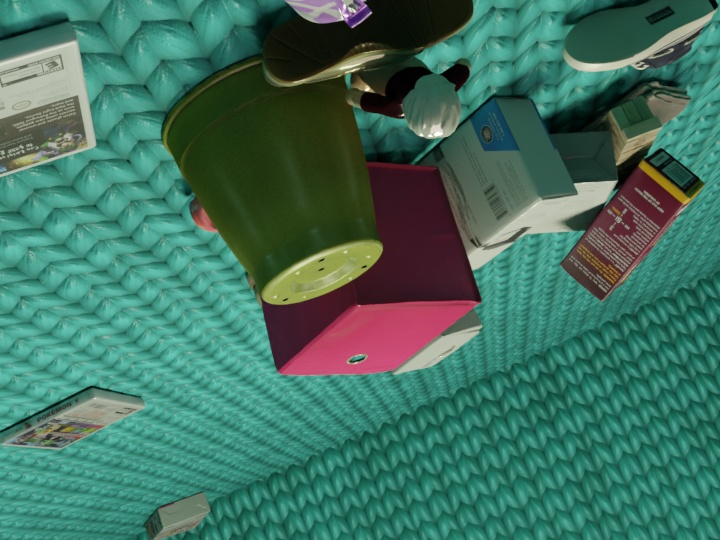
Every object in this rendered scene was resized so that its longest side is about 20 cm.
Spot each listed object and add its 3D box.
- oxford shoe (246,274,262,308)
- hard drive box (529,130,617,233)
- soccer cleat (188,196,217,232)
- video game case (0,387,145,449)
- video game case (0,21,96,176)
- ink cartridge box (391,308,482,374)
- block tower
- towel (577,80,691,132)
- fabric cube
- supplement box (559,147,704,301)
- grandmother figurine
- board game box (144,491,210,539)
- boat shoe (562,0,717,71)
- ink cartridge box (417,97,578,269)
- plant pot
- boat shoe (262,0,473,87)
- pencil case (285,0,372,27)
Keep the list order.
[{"bbox_3d":[-0.117,0.049,1.649,0.070,0.075,0.200,-26,164,8],"label":"oxford shoe"},{"bbox_3d":[0.269,-0.120,1.581,0.153,0.078,0.200,-3,162,0],"label":"hard drive box"},{"bbox_3d":[-0.101,-0.100,1.251,0.198,0.067,0.076,-27,-158,-19],"label":"soccer cleat"},{"bbox_3d":[-0.482,0.252,1.871,0.180,0.023,0.200,-26,165,7],"label":"video game case"},{"bbox_3d":[-0.322,-0.122,0.913,0.198,0.024,0.182,-21,163,-15],"label":"video game case"},{"bbox_3d":[0.075,0.033,1.644,0.083,0.202,0.145,-11,160,-37],"label":"ink cartridge box"},{"bbox_3d":[0.368,-0.174,1.559,0.053,0.058,0.200,-22,164,-5],"label":"block tower"},{"bbox_3d":[0.377,-0.207,1.620,0.199,0.035,0.132,-37,158,35],"label":"towel"},{"bbox_3d":[0.000,0.000,1.397,0.194,0.202,0.199,1,152,-35],"label":"fabric cube"},{"bbox_3d":[0.388,-0.066,1.588,0.201,0.086,0.110,-56,165,29],"label":"supplement box"},{"bbox_3d":[0.049,-0.168,1.026,0.120,0.061,0.200,-27,-154,1],"label":"grandmother figurine"},{"bbox_3d":[-0.529,0.713,3.192,0.146,0.065,0.200,-14,160,-29],"label":"board game box"},{"bbox_3d":[0.318,-0.259,1.288,0.198,0.075,0.093,-21,156,-12],"label":"boat shoe"},{"bbox_3d":[0.160,-0.106,1.426,0.083,0.147,0.200,-9,159,-43],"label":"ink cartridge box"},{"bbox_3d":[-0.071,-0.079,1.096,0.198,0.195,0.201,-22,165,-6],"label":"plant pot"},{"bbox_3d":[0.005,-0.215,1.005,0.198,0.074,0.063,-24,-179,-8],"label":"boat shoe"},{"bbox_3d":[-0.053,-0.242,0.802,0.083,0.086,0.200,-30,162,16],"label":"pencil case"}]
